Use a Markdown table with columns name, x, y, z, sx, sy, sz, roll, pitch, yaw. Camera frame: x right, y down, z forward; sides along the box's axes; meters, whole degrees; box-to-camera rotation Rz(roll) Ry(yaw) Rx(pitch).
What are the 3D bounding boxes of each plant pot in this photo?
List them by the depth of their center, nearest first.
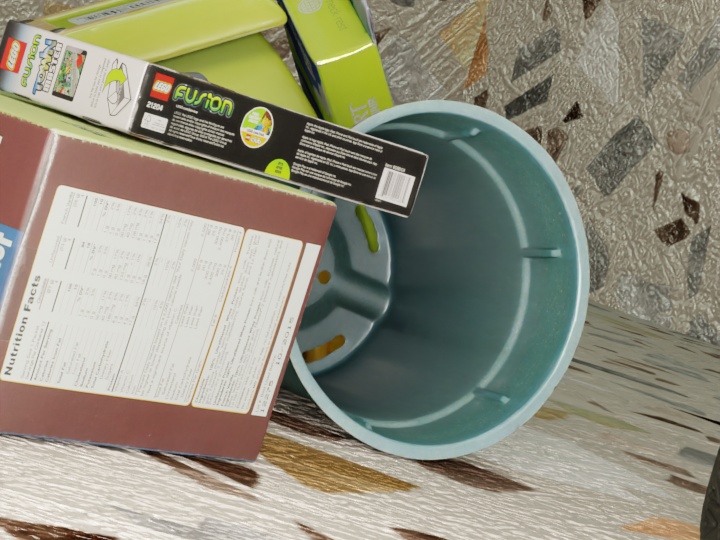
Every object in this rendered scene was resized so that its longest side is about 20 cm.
| name | x | y | z | sx | sy | sz | roll | pitch | yaw |
| --- | --- | --- | --- | --- | --- | --- | --- | --- | --- |
| plant pot | 0.000 | 0.000 | 1.496 | 0.200 | 0.201 | 0.196 | 15 | -3 | -27 |
| plant pot | -0.132 | -0.092 | 1.680 | 0.200 | 0.182 | 0.199 | -17 | 13 | -12 |

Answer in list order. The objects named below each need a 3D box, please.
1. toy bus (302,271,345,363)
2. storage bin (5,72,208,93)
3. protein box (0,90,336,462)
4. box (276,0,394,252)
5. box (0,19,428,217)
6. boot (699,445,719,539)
| name | x | y | z | sx | sy | sz | roll | pitch | yaw |
| --- | --- | --- | --- | --- | --- | --- | --- | --- | --- |
| toy bus | -0.016 | 0.010 | 1.812 | 0.191 | 0.136 | 0.200 | -1 | 7 | -11 |
| storage bin | -0.164 | -0.062 | 1.418 | 0.134 | 0.146 | 0.200 | -19 | -4 | 22 |
| protein box | -0.161 | -0.009 | 1.191 | 0.198 | 0.135 | 0.200 | 20 | 4 | 37 |
| box | -0.008 | -0.116 | 1.661 | 0.048 | 0.200 | 0.122 | -21 | 42 | -4 |
| box | -0.072 | -0.073 | 1.248 | 0.110 | 0.035 | 0.200 | 20 | 4 | 42 |
| boot | 0.285 | 0.153 | 1.307 | 0.199 | 0.073 | 0.182 | 10 | 18 | -9 |
